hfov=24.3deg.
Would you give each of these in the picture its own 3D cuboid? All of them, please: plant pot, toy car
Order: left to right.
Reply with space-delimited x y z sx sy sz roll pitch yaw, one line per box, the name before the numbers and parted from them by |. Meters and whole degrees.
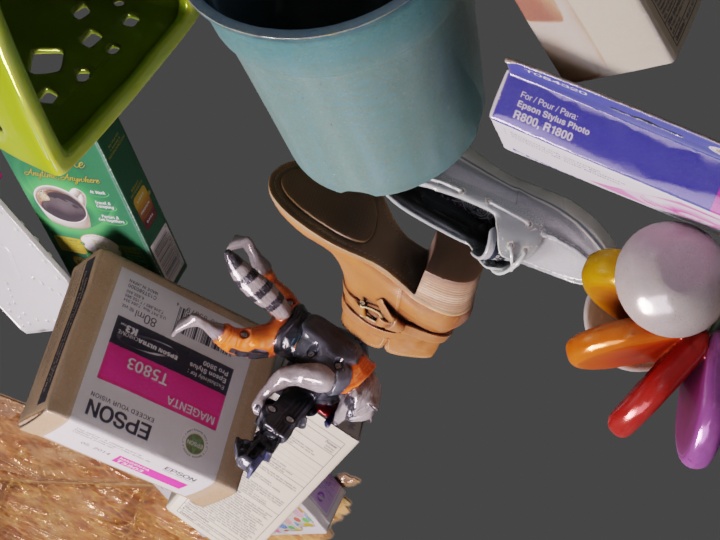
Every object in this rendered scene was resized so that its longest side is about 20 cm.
plant pot | -0.257 -0.221 1.222 0.180 0.201 0.200 18 145 28
plant pot | -0.003 -0.167 1.122 0.198 0.202 0.197 12 150 23
toy car | 0.245 0.066 1.217 0.198 0.151 0.175 19 163 2

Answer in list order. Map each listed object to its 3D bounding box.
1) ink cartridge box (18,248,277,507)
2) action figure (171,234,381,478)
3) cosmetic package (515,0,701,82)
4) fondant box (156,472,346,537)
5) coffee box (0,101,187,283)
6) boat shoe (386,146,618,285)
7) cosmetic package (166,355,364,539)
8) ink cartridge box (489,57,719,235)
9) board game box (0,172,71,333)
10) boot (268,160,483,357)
ink cartridge box | -0.187 0.099 1.523 0.199 0.166 0.075 26 152 -23
action figure | -0.066 0.077 1.461 0.192 0.201 0.105 34 132 -4
cosmetic package | 0.127 -0.225 1.017 0.087 0.104 0.201 -7 130 40
fondant box | -0.133 0.217 1.789 0.199 0.059 0.145 -8 130 43
coffee box | -0.244 -0.066 1.529 0.122 0.044 0.201 8 140 29
boat shoe | 0.105 -0.033 1.296 0.199 0.072 0.070 30 144 -3
cosmetic package | -0.092 0.180 1.632 0.103 0.073 0.200 36 119 -11
ink cartridge box | 0.184 -0.074 1.126 0.195 0.044 0.200 24 -178 10
board game box | -0.346 -0.024 1.623 0.201 0.026 0.199 51 152 -19
boot | 0.000 0.000 1.416 0.199 0.074 0.155 30 149 4
